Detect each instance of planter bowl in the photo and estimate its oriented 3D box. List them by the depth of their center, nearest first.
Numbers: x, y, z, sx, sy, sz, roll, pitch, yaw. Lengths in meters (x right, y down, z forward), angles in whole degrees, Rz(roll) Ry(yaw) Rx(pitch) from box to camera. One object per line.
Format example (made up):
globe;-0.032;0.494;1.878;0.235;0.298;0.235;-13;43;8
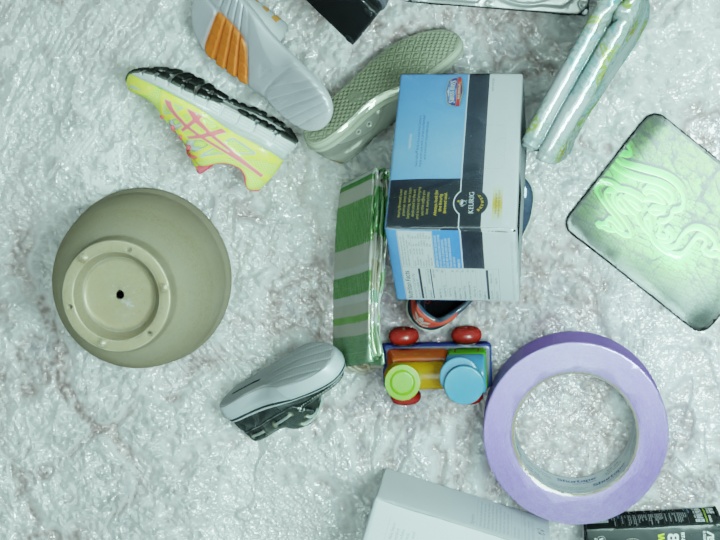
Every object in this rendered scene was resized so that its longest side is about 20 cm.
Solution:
planter bowl;-0.248;0.017;1.634;0.198;0.135;0.202;1;98;5

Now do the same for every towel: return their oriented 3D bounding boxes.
towel;0.233;-0.200;1.534;0.048;0.171;0.201;30;101;7
towel;0.000;0.000;1.584;0.023;0.152;0.202;3;85;-17

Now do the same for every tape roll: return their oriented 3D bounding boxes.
tape roll;0.233;0.171;1.644;0.198;0.066;0.202;1;99;6

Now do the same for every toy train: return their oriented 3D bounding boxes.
toy train;0.042;0.112;1.628;0.198;0.116;0.085;-1;98;6

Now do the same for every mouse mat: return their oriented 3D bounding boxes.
mouse mat;0.343;-0.051;1.629;0.200;0.008;0.161;38;100;0

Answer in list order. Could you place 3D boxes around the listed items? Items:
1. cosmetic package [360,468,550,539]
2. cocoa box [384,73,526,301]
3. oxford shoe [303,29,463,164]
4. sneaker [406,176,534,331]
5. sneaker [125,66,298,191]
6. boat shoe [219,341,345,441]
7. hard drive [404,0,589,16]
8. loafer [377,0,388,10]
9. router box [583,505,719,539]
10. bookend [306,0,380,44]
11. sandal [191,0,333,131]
cosmetic package;0.087;0.352;1.656;0.198;0.123;0.201;17;100;2
cocoa box;0.100;-0.085;1.535;0.130;0.134;0.201;1;56;9
oxford shoe;0.028;-0.186;1.618;0.200;0.075;0.058;-38;135;2
sneaker;0.122;-0.019;1.608;0.075;0.085;0.201;33;89;2
sneaker;-0.173;-0.152;1.632;0.199;0.078;0.091;29;107;3
boat shoe;-0.072;0.135;1.639;0.071;0.072;0.199;47;141;-15
hard drive;0.148;-0.346;1.589;0.198;0.038;0.141;6;99;6
loafer;-0.049;-0.350;1.600;0.199;0.072;0.063;30;78;-5
router box;0.327;0.367;1.664;0.148;0.062;0.202;-5;98;5
bookend;-0.007;-0.377;1.534;0.200;0.092;0.199;44;72;-4
sandal;-0.099;-0.231;1.619;0.207;0.059;0.079;46;124;8
